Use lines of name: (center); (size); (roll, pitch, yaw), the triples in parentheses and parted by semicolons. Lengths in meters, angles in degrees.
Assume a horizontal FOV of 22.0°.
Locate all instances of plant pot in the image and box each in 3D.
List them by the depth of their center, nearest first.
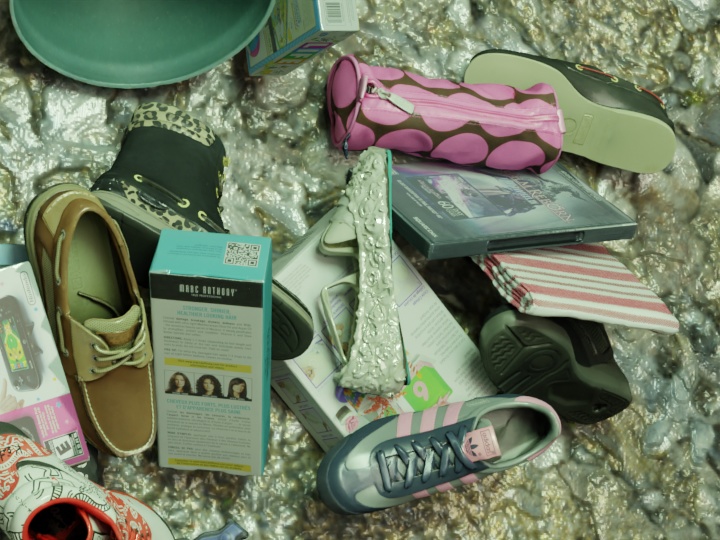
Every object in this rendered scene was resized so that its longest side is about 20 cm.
plant pot: (-0.172, -0.255, 1.404); (0.200, 0.200, 0.135); (5, 52, -27)

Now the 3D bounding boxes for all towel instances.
towel: (0.157, 0.000, 1.523); (0.146, 0.200, 0.030); (8, 113, -26)

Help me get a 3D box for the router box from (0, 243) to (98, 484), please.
router box: (-0.270, 0.079, 1.345); (0.149, 0.062, 0.201); (3, 79, -26)

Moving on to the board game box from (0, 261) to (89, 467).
board game box: (-0.302, 0.093, 1.255); (0.199, 0.064, 0.148); (-17, 88, -27)

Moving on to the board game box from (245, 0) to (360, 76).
board game box: (-0.058, -0.265, 1.442); (0.034, 0.134, 0.201); (-4, 83, -28)

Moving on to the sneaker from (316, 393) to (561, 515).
sneaker: (0.063, 0.137, 1.432); (0.199, 0.082, 0.070); (-19, 91, -25)

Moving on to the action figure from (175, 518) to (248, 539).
action figure: (-0.148, 0.279, 1.373); (0.200, 0.105, 0.194); (-30, 88, -4)

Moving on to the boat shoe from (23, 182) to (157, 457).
boat shoe: (-0.185, 0.039, 1.300); (0.075, 0.074, 0.201); (-23, 109, -24)

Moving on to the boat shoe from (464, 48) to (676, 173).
boat shoe: (0.182, -0.147, 1.630); (0.201, 0.074, 0.063); (19, 33, -12)

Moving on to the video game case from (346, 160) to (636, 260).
video game case: (0.108, -0.056, 1.536); (0.199, 0.143, 0.019); (-7, 121, -28)

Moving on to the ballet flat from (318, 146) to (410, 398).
ballet flat: (0.000, 0.000, 1.438); (0.072, 0.072, 0.201); (1, 79, -27)

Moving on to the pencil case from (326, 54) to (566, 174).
pencil case: (0.073, -0.128, 1.533); (0.199, 0.094, 0.091); (4, 71, -19)

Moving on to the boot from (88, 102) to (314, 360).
boot: (-0.111, -0.034, 1.409); (0.203, 0.074, 0.154); (32, 38, -13)

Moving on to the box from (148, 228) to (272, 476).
box: (-0.108, 0.063, 1.354); (0.082, 0.200, 0.049); (5, 41, 2)

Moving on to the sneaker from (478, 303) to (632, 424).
sneaker: (0.149, 0.050, 1.536); (0.199, 0.076, 0.115); (26, 38, -49)

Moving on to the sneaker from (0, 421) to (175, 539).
sneaker: (-0.177, 0.181, 1.234); (0.067, 0.108, 0.201); (-49, 132, -3)

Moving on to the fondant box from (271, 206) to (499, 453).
fondant box: (0.002, 0.065, 1.493); (0.144, 0.058, 0.200); (-43, 100, -27)
